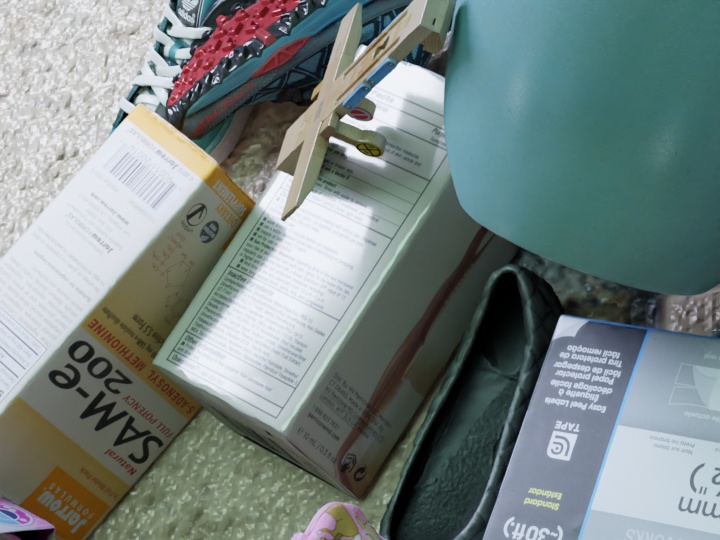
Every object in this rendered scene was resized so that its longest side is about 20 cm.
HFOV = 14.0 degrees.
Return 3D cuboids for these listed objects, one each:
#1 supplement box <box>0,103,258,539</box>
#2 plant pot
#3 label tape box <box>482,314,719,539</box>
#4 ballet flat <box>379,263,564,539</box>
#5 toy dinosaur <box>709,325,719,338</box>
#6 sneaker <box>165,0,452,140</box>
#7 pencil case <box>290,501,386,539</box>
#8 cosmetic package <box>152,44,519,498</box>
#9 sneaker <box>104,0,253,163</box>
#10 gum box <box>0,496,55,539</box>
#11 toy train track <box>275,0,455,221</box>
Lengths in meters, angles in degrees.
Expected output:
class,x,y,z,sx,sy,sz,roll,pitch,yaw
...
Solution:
class,x,y,z,sx,sy,sz,roll,pitch,yaw
supplement box,-0.131,0.031,1.518,0.200,0.126,0.073,-49,54,-4
plant pot,0.129,-0.084,1.343,0.200,0.200,0.161,28,106,36
label tape box,0.135,0.129,1.358,0.143,0.066,0.200,9,67,32
ballet flat,0.045,0.089,1.433,0.066,0.057,0.200,9,68,32
toy dinosaur,0.246,-0.029,1.382,0.102,0.077,0.200,30,84,23
sneaker,-0.006,-0.113,1.547,0.200,0.096,0.079,-31,20,-2
pencil case,0.043,0.192,1.327,0.200,0.083,0.086,37,41,19
cosmetic package,0.000,0.000,1.488,0.103,0.087,0.200,27,79,39
sneaker,-0.087,-0.126,1.608,0.071,0.080,0.200,33,83,42
gum box,-0.232,0.202,1.463,0.113,0.066,0.201,24,107,36
toy train track,0.008,-0.085,1.396,0.200,0.032,0.115,139,150,-63
